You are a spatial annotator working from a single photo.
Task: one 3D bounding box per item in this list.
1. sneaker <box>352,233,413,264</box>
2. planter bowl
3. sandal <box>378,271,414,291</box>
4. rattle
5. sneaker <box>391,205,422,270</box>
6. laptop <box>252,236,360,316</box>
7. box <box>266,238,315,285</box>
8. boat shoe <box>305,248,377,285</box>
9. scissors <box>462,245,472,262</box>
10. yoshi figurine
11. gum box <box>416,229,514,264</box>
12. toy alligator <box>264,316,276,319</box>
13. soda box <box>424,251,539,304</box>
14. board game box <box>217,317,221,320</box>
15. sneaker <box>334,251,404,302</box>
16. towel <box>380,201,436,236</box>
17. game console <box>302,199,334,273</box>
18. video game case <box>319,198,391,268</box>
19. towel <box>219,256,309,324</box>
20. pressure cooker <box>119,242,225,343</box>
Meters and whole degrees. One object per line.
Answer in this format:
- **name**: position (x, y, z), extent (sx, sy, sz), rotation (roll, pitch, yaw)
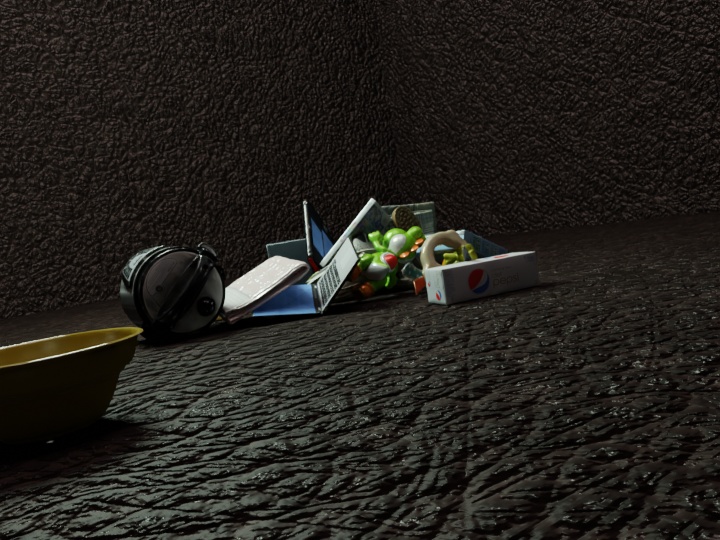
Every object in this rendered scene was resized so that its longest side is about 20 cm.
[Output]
- **sneaker**: position (0.024, -0.016, 1.626), extent (0.199, 0.080, 0.129), rotation (21, -33, -40)
- **planter bowl**: position (-0.311, 0.117, 0.644), extent (0.200, 0.084, 0.200), rotation (-9, 4, 1)
- **sandal**: position (0.070, 0.016, 1.524), extent (0.082, 0.055, 0.200), rotation (-12, 5, -44)
- **rattle**: position (0.144, 0.010, 1.385), extent (0.200, 0.130, 0.143), rotation (-43, 11, -32)
- **sneaker**: position (0.129, -0.065, 1.665), extent (0.067, 0.200, 0.090), rotation (-35, 5, -22)
- **laptop**: position (-0.110, 0.009, 1.301), extent (0.116, 0.200, 0.187), rotation (32, 10, -15)
- **box**: position (-0.163, -0.006, 1.697), extent (0.107, 0.149, 0.200), rotation (-9, 4, 4)
- **boat shoe**: position (-0.040, 0.003, 1.514), extent (0.201, 0.072, 0.061), rotation (-27, 16, -6)
- **scissors**: position (0.213, -0.010, 1.242), extent (0.073, 0.014, 0.200), rotation (-13, -25, -5)
- **yoshi figurine**: position (0.048, -0.025, 1.396), extent (0.200, 0.112, 0.113), rotation (-36, -29, -18)
- **gum box**: position (0.237, -0.040, 1.553), extent (0.200, 0.045, 0.170), rotation (18, -16, -42)
- **toy alligator**: position (-0.188, 0.065, 1.391), extent (0.059, 0.054, 0.200), rotation (-9, 4, -4)
- **soda box**: position (0.219, 0.012, 1.175), extent (0.200, 0.064, 0.068), rotation (-10, 4, -22)
- **board game box**: position (-0.383, 0.094, 1.508), extent (0.199, 0.040, 0.153), rotation (-8, 4, 8)
- **sneaker**: position (0.000, 0.000, 1.460), extent (0.200, 0.076, 0.070), rotation (-28, 13, -17)
- **towel**: position (0.110, -0.075, 1.717), extent (0.192, 0.201, 0.035), rotation (-8, 10, -2)
- **game console**: position (-0.099, -0.057, 1.643), extent (0.031, 0.200, 0.177), rotation (-16, -38, 9)
- **video game case**: position (-0.009, -0.072, 1.602), extent (0.018, 0.200, 0.143), rotation (38, 0, 23)
- **towel**: position (-0.214, 0.031, 1.331), extent (0.191, 0.032, 0.200), rotation (-34, 19, -18)
- **pressure cooker**: position (-0.351, 0.039, 1.246), extent (0.178, 0.176, 0.200), rotation (-9, 4, -31)
